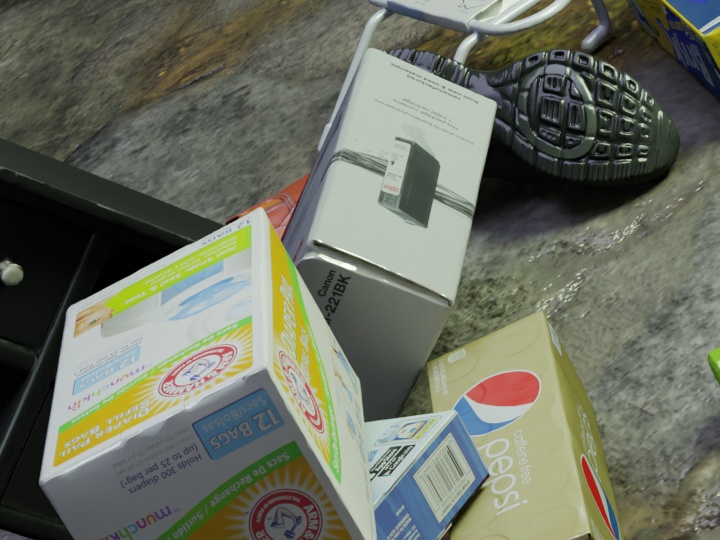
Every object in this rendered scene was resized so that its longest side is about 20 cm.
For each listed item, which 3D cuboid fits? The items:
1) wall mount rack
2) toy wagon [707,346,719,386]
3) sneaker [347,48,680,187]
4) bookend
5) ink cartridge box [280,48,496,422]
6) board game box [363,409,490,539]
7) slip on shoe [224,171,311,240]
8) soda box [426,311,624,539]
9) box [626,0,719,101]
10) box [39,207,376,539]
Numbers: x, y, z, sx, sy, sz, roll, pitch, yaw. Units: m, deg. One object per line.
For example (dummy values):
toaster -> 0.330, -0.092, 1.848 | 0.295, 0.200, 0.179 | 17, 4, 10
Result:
wall mount rack -> 0.056, -0.136, 1.724 | 0.173, 0.075, 0.200 | -35, 26, -18
toy wagon -> 0.242, 0.024, 1.288 | 0.155, 0.040, 0.200 | -29, 26, 2
sneaker -> 0.094, -0.085, 1.584 | 0.199, 0.091, 0.076 | 12, 80, 25
bookend -> -0.179, 0.044, 1.410 | 0.200, 0.199, 0.092 | -64, 27, 7
ink cartridge box -> 0.000, 0.000, 1.445 | 0.200, 0.083, 0.145 | -73, 7, -55
board game box -> -0.069, 0.146, 1.240 | 0.198, 0.044, 0.200 | -9, 28, 44
slip on shoe -> -0.049, -0.019, 1.608 | 0.061, 0.074, 0.200 | 29, 60, 21
soda box -> 0.079, 0.104, 1.285 | 0.067, 0.064, 0.200 | -24, 26, 10
box -> 0.207, -0.157, 1.605 | 0.064, 0.070, 0.200 | -32, 26, 0
box -> -0.065, 0.069, 1.204 | 0.112, 0.102, 0.200 | -27, 19, 8
